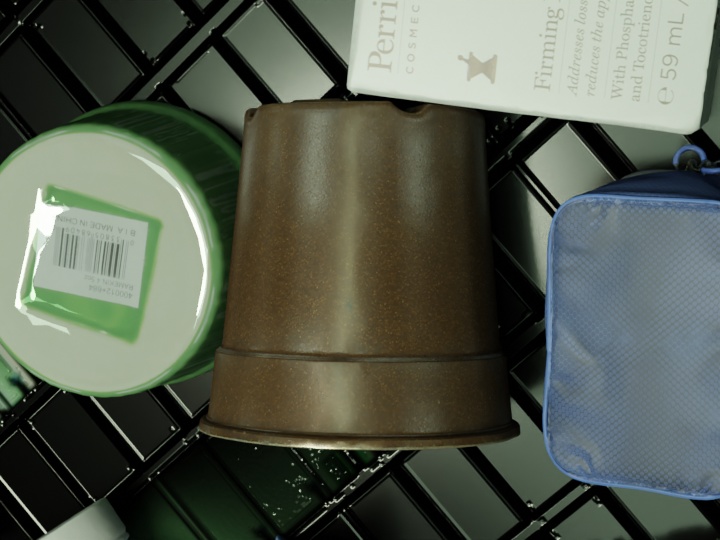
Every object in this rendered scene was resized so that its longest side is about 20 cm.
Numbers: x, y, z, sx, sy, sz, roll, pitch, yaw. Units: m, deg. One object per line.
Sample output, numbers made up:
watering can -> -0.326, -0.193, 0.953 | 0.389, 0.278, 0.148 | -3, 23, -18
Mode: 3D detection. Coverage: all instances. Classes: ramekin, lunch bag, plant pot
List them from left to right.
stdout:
ramekin -> -0.162, -0.011, 0.998 | 0.199, 0.098, 0.201 | 2, 99, 14
plant pot -> 0.000, 0.000, 0.918 | 0.199, 0.200, 0.200 | 1, 91, 14
lunch bag -> 0.194, 0.026, 0.898 | 0.135, 0.132, 0.201 | 8, 101, 29

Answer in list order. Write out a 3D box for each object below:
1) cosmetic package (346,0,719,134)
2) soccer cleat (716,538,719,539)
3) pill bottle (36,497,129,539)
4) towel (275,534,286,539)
cosmetic package -> 0.114, -0.176, 0.869 | 0.199, 0.166, 0.169 | 8, 100, 14
soccer cleat -> 0.194, 0.226, 0.962 | 0.199, 0.068, 0.081 | -16, 106, 16
pill bottle -> -0.165, 0.267, 1.033 | 0.113, 0.114, 0.201 | -32, 90, 16
towel -> -0.027, 0.283, 0.988 | 0.024, 0.147, 0.201 | -15, 92, -11
